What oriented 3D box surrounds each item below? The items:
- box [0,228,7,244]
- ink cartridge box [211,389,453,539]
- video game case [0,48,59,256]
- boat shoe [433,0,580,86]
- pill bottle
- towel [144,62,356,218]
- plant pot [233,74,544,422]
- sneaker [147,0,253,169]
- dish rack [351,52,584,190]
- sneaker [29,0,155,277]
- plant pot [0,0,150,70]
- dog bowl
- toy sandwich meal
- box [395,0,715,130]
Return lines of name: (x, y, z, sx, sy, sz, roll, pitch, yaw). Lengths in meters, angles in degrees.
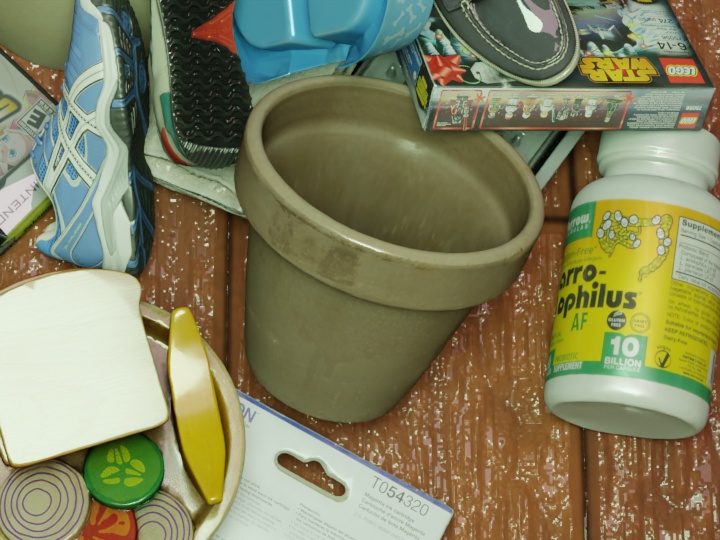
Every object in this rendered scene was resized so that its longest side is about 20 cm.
box: (-0.353, -0.009, 1.350, 0.200, 0.036, 0.143, -43, 84, -1)
ink cartridge box: (-0.067, 0.202, 1.343, 0.195, 0.043, 0.201, 29, 72, 2)
video game case: (-0.309, -0.087, 1.403, 0.200, 0.026, 0.181, 43, 76, 6)
boat shoe: (0.066, -0.202, 1.288, 0.072, 0.063, 0.201, -36, 79, 5)
pill bottle: (0.191, 0.004, 1.381, 0.112, 0.113, 0.202, 11, 75, -2)
towel: (-0.077, -0.138, 1.411, 0.132, 0.035, 0.201, 20, 72, 25)
plant pot: (0.000, 0.000, 1.317, 0.198, 0.176, 0.201, 14, 33, -10)
sneaker: (-0.116, -0.165, 1.339, 0.070, 0.093, 0.202, -4, 91, -26)
dish rack: (0.064, -0.112, 1.436, 0.171, 0.044, 0.201, 37, 75, 4)
sneaker: (-0.181, -0.093, 1.347, 0.076, 0.076, 0.202, 3, 105, 8)
plant pot: (-0.189, -0.256, 1.368, 0.185, 0.200, 0.189, 1, 76, -5)
dog bowl: (-0.024, -0.183, 1.314, 0.049, 0.199, 0.113, -7, 92, -36)
toy sandwich meal: (-0.162, 0.094, 1.243, 0.203, 0.070, 0.207, 2, 76, -6)
box: (0.123, -0.150, 1.370, 0.198, 0.040, 0.138, -1, 44, -17)
